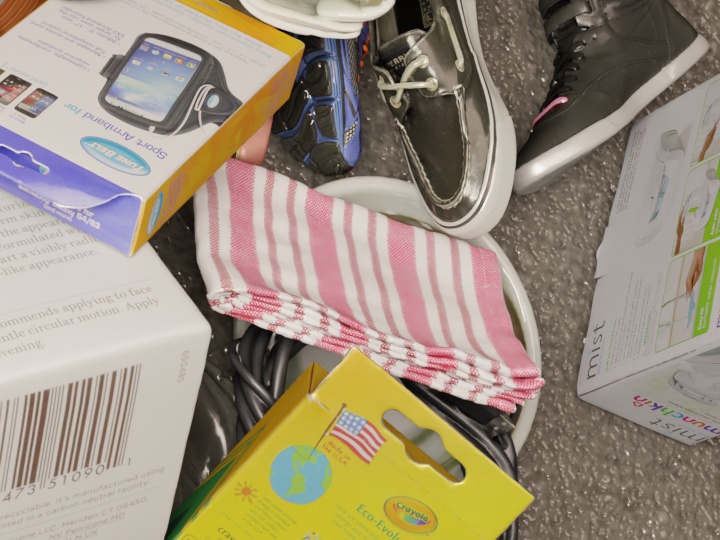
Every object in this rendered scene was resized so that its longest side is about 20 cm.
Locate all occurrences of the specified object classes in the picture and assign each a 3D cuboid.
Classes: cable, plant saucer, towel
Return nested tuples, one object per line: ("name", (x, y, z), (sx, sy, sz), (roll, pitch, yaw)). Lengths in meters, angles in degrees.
("cable", (0.003, 0.099, 1.283), (0.199, 0.051, 0.164), (29, 65, -27))
("plant saucer", (0.010, 0.047, 1.364), (0.199, 0.050, 0.201), (9, 70, -26))
("towel", (0.000, 0.000, 1.281), (0.199, 0.030, 0.147), (20, 27, -22))

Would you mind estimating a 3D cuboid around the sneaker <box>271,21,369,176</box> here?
("sneaker", (-0.014, -0.154, 1.404), (0.078, 0.075, 0.201), (5, 74, -31))

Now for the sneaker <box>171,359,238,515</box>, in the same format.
("sneaker", (-0.089, 0.134, 1.273), (0.090, 0.076, 0.201), (-19, 82, -25))

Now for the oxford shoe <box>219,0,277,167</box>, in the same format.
("oxford shoe", (-0.087, -0.145, 1.363), (0.074, 0.070, 0.201), (10, 68, -19))

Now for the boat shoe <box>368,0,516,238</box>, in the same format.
("boat shoe", (0.035, -0.115, 1.358), (0.063, 0.070, 0.201), (11, 61, -48))

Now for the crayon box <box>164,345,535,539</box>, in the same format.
("crayon box", (-0.021, 0.140, 1.198), (0.127, 0.051, 0.200), (41, 105, -11))

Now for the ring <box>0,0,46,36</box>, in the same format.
("ring", (-0.246, -0.159, 1.239), (0.199, 0.019, 0.201), (-3, 47, 3))

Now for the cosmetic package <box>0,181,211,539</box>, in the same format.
("cosmetic package", (-0.200, 0.040, 1.141), (0.164, 0.166, 0.200), (-14, 48, -31))

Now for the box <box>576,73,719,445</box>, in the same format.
("box", (0.229, -0.015, 1.429), (0.096, 0.176, 0.201), (23, 64, -20))

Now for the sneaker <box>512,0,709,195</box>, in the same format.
("sneaker", (0.133, -0.128, 1.479), (0.099, 0.071, 0.200), (51, 52, -3))

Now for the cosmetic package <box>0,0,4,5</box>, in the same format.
("cosmetic package", (-0.135, -0.175, 1.314), (0.106, 0.090, 0.201), (12, 69, 12))

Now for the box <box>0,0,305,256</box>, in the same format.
("box", (-0.123, -0.081, 1.151), (0.119, 0.042, 0.200), (27, 40, 11))

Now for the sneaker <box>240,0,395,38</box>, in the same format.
("sneaker", (0.008, -0.162, 1.256), (0.199, 0.074, 0.116), (0, 35, -27))
